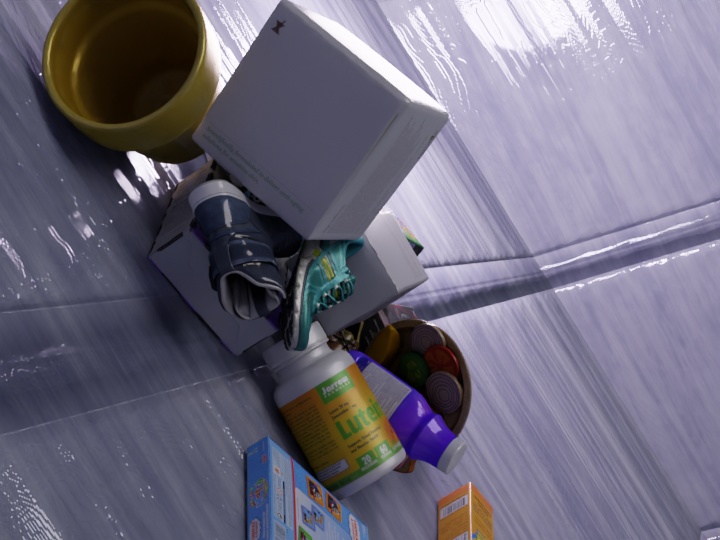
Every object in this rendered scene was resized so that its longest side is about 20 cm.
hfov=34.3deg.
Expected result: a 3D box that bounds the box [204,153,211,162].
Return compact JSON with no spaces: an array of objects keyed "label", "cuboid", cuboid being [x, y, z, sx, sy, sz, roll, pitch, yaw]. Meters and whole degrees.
[{"label":"box","cuboid":[-0.141,-0.128,1.722,0.200,0.060,0.118,23,39,-61]}]

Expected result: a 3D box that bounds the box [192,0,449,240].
[{"label":"box","cuboid":[-0.044,-0.170,1.369,0.199,0.201,0.171,41,14,15]}]

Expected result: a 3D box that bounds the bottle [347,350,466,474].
[{"label":"bottle","cuboid":[0.045,0.186,1.504,0.199,0.084,0.065,33,-16,21]}]

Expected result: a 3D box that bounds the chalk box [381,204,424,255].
[{"label":"chalk box","cuboid":[0.004,-0.044,1.809,0.200,0.125,0.124,51,12,28]}]

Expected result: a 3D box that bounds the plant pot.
[{"label":"plant pot","cuboid":[-0.249,-0.220,1.390,0.189,0.199,0.203,58,7,-69]}]

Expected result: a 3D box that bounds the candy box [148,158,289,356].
[{"label":"candy box","cuboid":[-0.168,-0.020,1.451,0.168,0.071,0.201,51,19,-23]}]

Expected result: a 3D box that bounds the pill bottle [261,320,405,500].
[{"label":"pill bottle","cuboid":[-0.038,0.169,1.434,0.202,0.110,0.111,60,17,3]}]

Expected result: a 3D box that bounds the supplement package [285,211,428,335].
[{"label":"supplement package","cuboid":[0.000,0.000,1.585,0.118,0.117,0.200,60,15,4]}]

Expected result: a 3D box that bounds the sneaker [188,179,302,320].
[{"label":"sneaker","cuboid":[-0.114,-0.007,1.337,0.202,0.076,0.148,24,40,-60]}]

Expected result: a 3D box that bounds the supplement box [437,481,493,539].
[{"label":"supplement box","cuboid":[0.151,0.395,1.665,0.067,0.068,0.201,50,21,-19]}]

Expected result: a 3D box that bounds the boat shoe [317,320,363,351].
[{"label":"boat shoe","cuboid":[-0.041,0.100,1.610,0.072,0.068,0.200,54,18,-14]}]

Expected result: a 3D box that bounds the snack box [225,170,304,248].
[{"label":"snack box","cuboid":[-0.141,-0.121,1.513,0.201,0.037,0.116,55,4,18]}]

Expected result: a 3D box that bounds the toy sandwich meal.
[{"label":"toy sandwich meal","cuboid":[0.057,0.165,1.574,0.070,0.204,0.207,0,59,-55]}]

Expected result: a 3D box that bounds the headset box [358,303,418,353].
[{"label":"headset box","cuboid":[0.049,0.132,1.796,0.150,0.077,0.200,64,16,16]}]

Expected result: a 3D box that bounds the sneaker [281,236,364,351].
[{"label":"sneaker","cuboid":[-0.045,0.014,1.411,0.079,0.078,0.202,20,51,-2]}]

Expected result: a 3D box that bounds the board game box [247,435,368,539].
[{"label":"board game box","cuboid":[-0.053,0.300,1.301,0.200,0.036,0.152,47,21,-32]}]
